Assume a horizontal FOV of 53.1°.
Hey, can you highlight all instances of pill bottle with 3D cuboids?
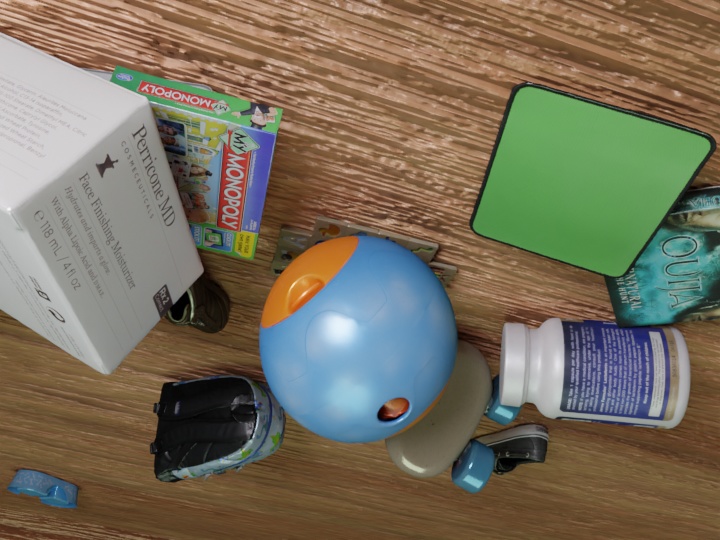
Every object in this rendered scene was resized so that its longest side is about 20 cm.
[{"bbox_3d":[0.262,0.115,0.829,0.196,0.117,0.116,4,149,7],"label":"pill bottle"}]

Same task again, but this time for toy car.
[{"bbox_3d":[0.087,0.171,0.969,0.182,0.179,0.200,27,176,-6],"label":"toy car"}]

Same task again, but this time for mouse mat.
[{"bbox_3d":[0.185,-0.068,0.619,0.158,0.008,0.201,18,147,7],"label":"mouse mat"}]

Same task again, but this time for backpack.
[{"bbox_3d":[-0.213,0.237,1.123,0.199,0.166,0.153,-28,143,35],"label":"backpack"}]

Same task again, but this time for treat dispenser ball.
[{"bbox_3d":[-0.002,0.068,0.718,0.197,0.204,0.202,6,149,3],"label":"treat dispenser ball"}]

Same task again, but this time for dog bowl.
[{"bbox_3d":[-0.836,0.580,1.915,0.110,0.050,0.200,-11,145,29],"label":"dog bowl"}]

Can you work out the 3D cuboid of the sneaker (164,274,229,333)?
[{"bbox_3d":[-0.210,0.038,0.854,0.069,0.077,0.201,2,148,10],"label":"sneaker"}]

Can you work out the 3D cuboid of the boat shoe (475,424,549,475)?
[{"bbox_3d":[0.238,0.310,1.210,0.068,0.057,0.200,20,147,-20],"label":"boat shoe"}]

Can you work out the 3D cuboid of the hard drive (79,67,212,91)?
[{"bbox_3d":[-0.192,-0.099,0.674,0.129,0.027,0.201,8,149,1],"label":"hard drive"}]

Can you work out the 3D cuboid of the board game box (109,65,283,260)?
[{"bbox_3d":[-0.147,-0.083,0.636,0.132,0.030,0.201,13,149,-7],"label":"board game box"}]

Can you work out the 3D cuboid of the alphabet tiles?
[{"bbox_3d":[0.000,0.000,0.810,0.197,0.006,0.167,13,149,-8],"label":"alphabet tiles"}]

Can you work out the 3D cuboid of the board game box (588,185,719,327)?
[{"bbox_3d":[0.307,-0.006,0.705,0.133,0.029,0.200,-7,146,25],"label":"board game box"}]

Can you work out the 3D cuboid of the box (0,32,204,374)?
[{"bbox_3d":[-0.256,-0.056,0.578,0.198,0.131,0.200,25,147,21],"label":"box"}]
